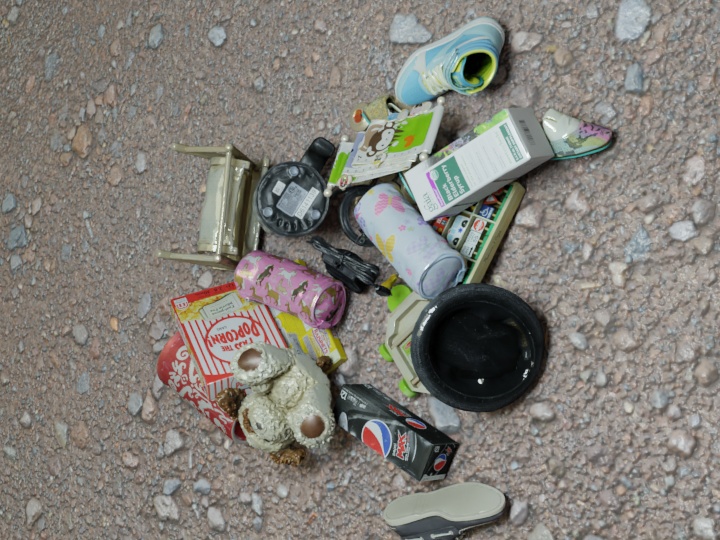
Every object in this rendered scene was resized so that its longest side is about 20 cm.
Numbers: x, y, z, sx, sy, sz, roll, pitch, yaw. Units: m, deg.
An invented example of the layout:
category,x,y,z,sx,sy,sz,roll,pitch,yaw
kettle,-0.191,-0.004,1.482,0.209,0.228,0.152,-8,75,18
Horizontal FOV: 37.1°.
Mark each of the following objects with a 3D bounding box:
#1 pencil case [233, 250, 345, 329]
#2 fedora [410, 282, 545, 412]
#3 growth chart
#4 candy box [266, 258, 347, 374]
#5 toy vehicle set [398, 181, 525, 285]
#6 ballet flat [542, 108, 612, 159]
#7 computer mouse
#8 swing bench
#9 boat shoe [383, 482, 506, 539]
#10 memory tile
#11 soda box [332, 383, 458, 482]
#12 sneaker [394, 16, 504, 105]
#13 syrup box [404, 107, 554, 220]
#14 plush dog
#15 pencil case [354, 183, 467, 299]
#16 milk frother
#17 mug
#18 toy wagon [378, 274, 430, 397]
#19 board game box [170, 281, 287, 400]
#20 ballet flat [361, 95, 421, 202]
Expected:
category,x,y,z,sx,sy,sz,roll,pitch,yaw
pencil case,-0.116,0.031,1.773,0.199,0.083,0.087,19,118,36
fedora,0.158,0.102,1.529,0.092,0.199,0.202,-139,68,-74
growth chart,0.038,-0.191,1.633,0.199,0.018,0.146,-16,45,30
candy box,-0.099,0.091,1.816,0.102,0.026,0.201,-38,61,24
toy vehicle set,0.151,-0.055,1.612,0.124,0.026,0.201,24,86,39
ballet flat,0.260,-0.192,1.541,0.199,0.069,0.071,-7,120,41
computer mouse,0.000,0.000,1.672,0.140,0.200,0.046,32,81,19
swing bench,-0.237,-0.105,1.863,0.129,0.200,0.201,5,86,24
boat shoe,0.131,0.362,1.578,0.199,0.073,0.063,-14,117,31
memory tile,0.043,-0.193,1.756,0.152,0.017,0.202,-12,75,37
soda box,0.049,0.245,1.641,0.199,0.071,0.064,29,104,39
sneaker,0.128,-0.296,1.629,0.199,0.080,0.131,-33,26,28
syrup box,0.166,-0.150,1.531,0.199,0.081,0.079,-30,80,36
plush dog,-0.128,0.214,1.710,0.200,0.160,0.172,44,115,7
pencil case,0.073,-0.046,1.591,0.200,0.090,0.084,49,147,38
milk frother,-0.066,-0.100,1.751,0.180,0.188,0.200,-40,96,-4
mug,-0.232,0.179,1.845,0.200,0.133,0.178,37,107,33
toy wagon,0.095,0.091,1.652,0.155,0.039,0.201,-46,57,24
board game box,-0.219,0.112,1.818,0.047,0.150,0.200,94,152,-46
ballet flat,0.068,-0.198,1.689,0.071,0.070,0.201,-43,59,25
